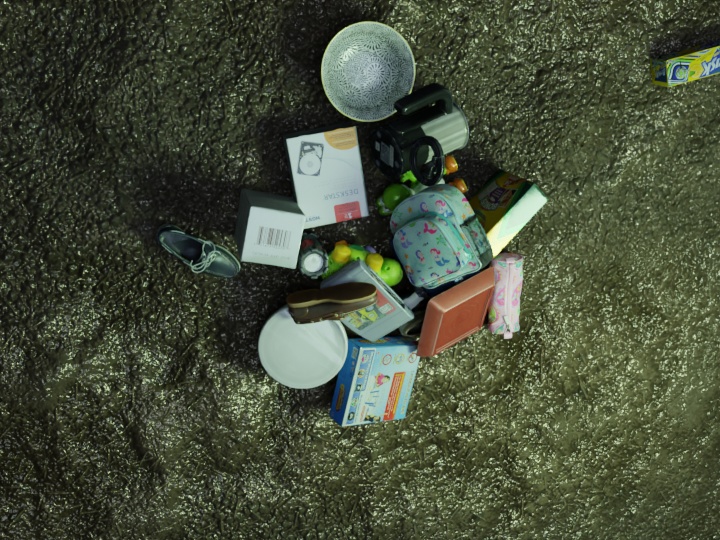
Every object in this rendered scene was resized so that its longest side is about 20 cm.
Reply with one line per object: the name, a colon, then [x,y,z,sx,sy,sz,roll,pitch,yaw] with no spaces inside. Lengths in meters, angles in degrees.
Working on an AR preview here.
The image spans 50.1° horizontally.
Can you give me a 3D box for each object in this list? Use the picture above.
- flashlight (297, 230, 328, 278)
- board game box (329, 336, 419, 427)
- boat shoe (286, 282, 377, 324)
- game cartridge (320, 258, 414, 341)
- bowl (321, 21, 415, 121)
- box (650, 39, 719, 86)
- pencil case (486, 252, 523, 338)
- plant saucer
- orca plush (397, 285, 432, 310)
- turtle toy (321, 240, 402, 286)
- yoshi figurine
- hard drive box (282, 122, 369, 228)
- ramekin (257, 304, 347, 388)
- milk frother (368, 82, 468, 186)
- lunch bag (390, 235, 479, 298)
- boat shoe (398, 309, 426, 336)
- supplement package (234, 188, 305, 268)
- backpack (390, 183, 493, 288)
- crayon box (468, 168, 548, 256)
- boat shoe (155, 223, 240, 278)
flashlight: [-0.113,-0.041,1.654,0.068,0.200,0.068,-34,111,-1]
board game box: [0.038,0.258,1.816,0.195,0.056,0.201,2,108,-40]
boat shoe: [-0.057,0.073,1.646,0.199,0.070,0.071,-7,120,15]
game cartridge: [0.009,0.073,1.710,0.133,0.041,0.200,-31,121,25]
bowl: [0.008,-0.420,1.624,0.200,0.094,0.201,-3,107,-11]
box: [0.786,-0.485,1.795,0.199,0.070,0.064,-17,112,-7]
pencil case: [0.348,0.058,1.852,0.087,0.087,0.201,-4,106,-12]
plant saucer: [0.226,0.105,1.769,0.200,0.037,0.200,-26,144,-29]
orca plush: [0.072,0.069,1.785,0.105,0.071,0.200,13,140,-29]
turtle toy: [0.000,0.000,1.741,0.199,0.101,0.146,13,125,-12]
yoshi figurine: [0.129,-0.176,1.701,0.199,0.113,0.112,-23,139,4]
hard drive box: [-0.075,-0.208,1.679,0.155,0.077,0.201,-13,109,-8]
ramekin: [-0.128,0.159,1.753,0.202,0.094,0.203,0,105,0]
milk frother: [0.153,-0.265,1.611,0.188,0.181,0.200,-27,70,-24]
lunch bag: [0.175,-0.019,1.763,0.136,0.132,0.200,-39,110,1]
boat shoe: [0.191,0.120,1.839,0.199,0.076,0.072,-21,110,-6]
supplement package: [-0.195,-0.091,1.620,0.116,0.200,0.118,8,104,-15]
backpack: [0.157,-0.072,1.601,0.150,0.177,0.201,-25,91,-50]
crayon box: [0.303,-0.132,1.722,0.173,0.200,0.058,-46,110,3]
boat shoe: [-0.351,-0.037,1.674,0.200,0.062,0.075,35,95,-20]
